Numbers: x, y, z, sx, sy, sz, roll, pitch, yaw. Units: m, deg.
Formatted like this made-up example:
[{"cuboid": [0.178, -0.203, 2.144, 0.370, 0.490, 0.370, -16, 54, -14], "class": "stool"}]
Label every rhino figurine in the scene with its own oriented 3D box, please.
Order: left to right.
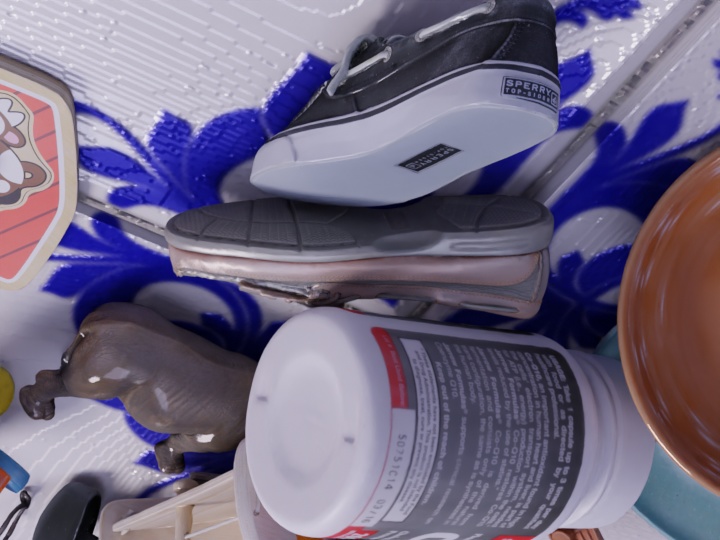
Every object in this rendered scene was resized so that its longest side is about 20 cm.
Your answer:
[{"cuboid": [-0.085, 0.076, 1.023, 0.199, 0.060, 0.087, 24, 135, -25], "class": "rhino figurine"}]

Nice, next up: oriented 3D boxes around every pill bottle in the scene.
[{"cuboid": [0.051, 0.085, 0.941, 0.199, 0.114, 0.114, 8, 139, -36], "class": "pill bottle"}]

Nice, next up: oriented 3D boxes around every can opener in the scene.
[{"cuboid": [-0.192, 0.231, 1.134, 0.066, 0.201, 0.053, 23, -176, 18], "class": "can opener"}]

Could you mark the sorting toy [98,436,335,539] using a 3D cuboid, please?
[{"cuboid": [-0.060, 0.201, 1.012, 0.106, 0.181, 0.200, 5, 162, -29], "class": "sorting toy"}]

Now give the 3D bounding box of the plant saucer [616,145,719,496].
[{"cuboid": [0.230, 0.026, 0.907, 0.199, 0.201, 0.037, -10, 177, 11], "class": "plant saucer"}]

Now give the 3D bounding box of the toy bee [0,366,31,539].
[{"cuboid": [-0.255, 0.121, 1.038, 0.108, 0.131, 0.200, 34, 143, 1], "class": "toy bee"}]

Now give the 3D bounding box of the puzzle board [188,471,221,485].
[{"cuboid": [-0.019, 0.185, 1.168, 0.199, 0.017, 0.151, 7, 137, -6], "class": "puzzle board"}]

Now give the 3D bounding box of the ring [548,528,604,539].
[{"cuboid": [0.191, 0.153, 1.039, 0.200, 0.019, 0.201, 18, 132, 22], "class": "ring"}]

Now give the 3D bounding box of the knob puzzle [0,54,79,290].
[{"cuboid": [-0.232, -0.047, 0.917, 0.218, 0.031, 0.220, 0, 136, 0], "class": "knob puzzle"}]

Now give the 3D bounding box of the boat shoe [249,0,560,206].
[{"cuboid": [0.017, -0.081, 0.852, 0.073, 0.068, 0.199, 15, 160, -30], "class": "boat shoe"}]

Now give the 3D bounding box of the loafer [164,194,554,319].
[{"cuboid": [0.000, 0.000, 0.926, 0.199, 0.072, 0.063, -2, 113, -2], "class": "loafer"}]

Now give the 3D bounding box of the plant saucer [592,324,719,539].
[{"cuboid": [0.222, 0.087, 1.005, 0.199, 0.036, 0.201, 17, 131, 21], "class": "plant saucer"}]
